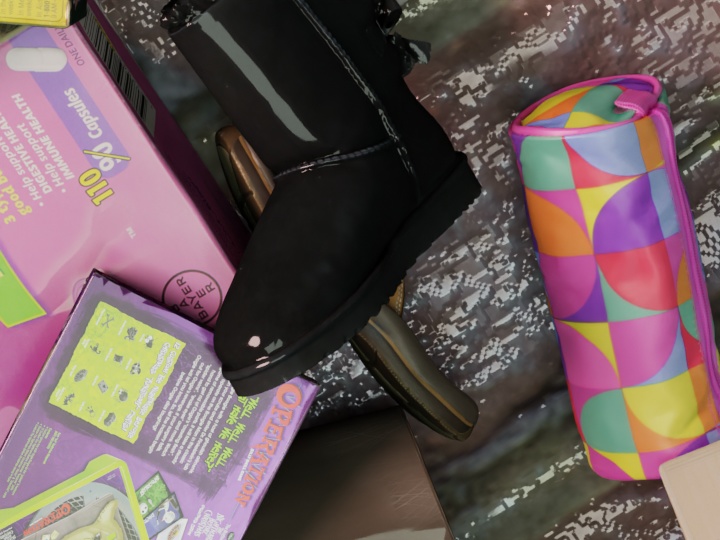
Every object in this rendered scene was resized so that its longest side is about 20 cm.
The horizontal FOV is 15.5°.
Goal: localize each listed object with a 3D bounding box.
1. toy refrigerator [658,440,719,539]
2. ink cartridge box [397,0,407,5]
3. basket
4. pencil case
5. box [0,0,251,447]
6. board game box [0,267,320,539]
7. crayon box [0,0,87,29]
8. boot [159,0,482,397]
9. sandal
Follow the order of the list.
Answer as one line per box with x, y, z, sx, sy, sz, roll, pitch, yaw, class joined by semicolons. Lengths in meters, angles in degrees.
0.213;0.170;1.316;0.070;0.076;0.200;-22;134;3;toy refrigerator
0.007;-0.212;1.248;0.200;0.050;0.161;-32;108;26;ink cartridge box
-0.051;0.154;1.310;0.199;0.136;0.181;-23;121;0;basket
0.134;0.006;1.297;0.088;0.088;0.201;-17;109;2;pencil case
-0.175;-0.015;1.264;0.200;0.097;0.176;-30;107;7;box
-0.116;0.114;1.220;0.120;0.032;0.200;28;91;-6;board game box
-0.217;-0.178;1.151;0.199;0.051;0.127;5;102;2;crayon box
-0.036;-0.059;1.196;0.073;0.198;0.163;-16;113;45;boot
0.000;0.000;1.291;0.055;0.082;0.200;-43;104;-7;sandal
